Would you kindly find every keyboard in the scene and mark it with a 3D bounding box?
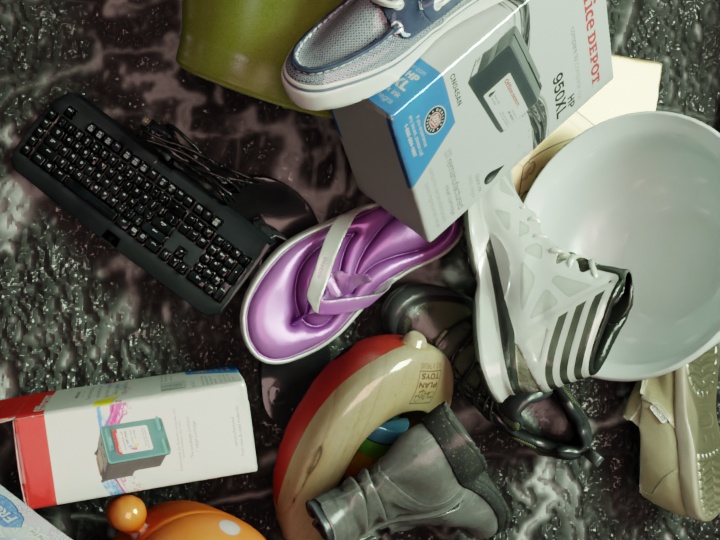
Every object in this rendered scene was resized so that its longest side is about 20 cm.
[{"bbox_3d":[-0.157,-0.063,0.885,0.200,0.040,0.104,36,85,3],"label":"keyboard"}]

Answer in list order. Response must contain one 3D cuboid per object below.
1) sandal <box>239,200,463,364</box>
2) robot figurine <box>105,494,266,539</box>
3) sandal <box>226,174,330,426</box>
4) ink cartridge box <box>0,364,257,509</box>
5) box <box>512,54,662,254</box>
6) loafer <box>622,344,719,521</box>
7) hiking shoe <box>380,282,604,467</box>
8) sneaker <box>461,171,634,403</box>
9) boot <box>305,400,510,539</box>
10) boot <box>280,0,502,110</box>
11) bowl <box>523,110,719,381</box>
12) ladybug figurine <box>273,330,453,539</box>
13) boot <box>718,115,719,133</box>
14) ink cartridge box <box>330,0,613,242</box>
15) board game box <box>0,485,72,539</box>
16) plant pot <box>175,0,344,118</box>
[{"bbox_3d":[-0.004,-0.006,0.897,0.203,0.050,0.083,-37,101,-16],"label":"sandal"},{"bbox_3d":[-0.117,0.223,0.839,0.116,0.200,0.144,-3,85,-19],"label":"robot figurine"},{"bbox_3d":[-0.056,0.022,0.924,0.076,0.043,0.200,-14,94,-9],"label":"sandal"},{"bbox_3d":[-0.181,0.120,0.869,0.200,0.116,0.067,-8,93,-9],"label":"ink cartridge box"},{"bbox_3d":[0.136,-0.101,0.964,0.200,0.021,0.164,8,91,-11],"label":"box"},{"bbox_3d":[0.247,0.100,0.966,0.076,0.068,0.200,13,73,-51],"label":"loafer"},{"bbox_3d":[0.106,0.077,0.925,0.200,0.101,0.076,36,86,-9],"label":"hiking shoe"},{"bbox_3d":[0.140,-0.005,0.880,0.115,0.076,0.201,-11,63,16],"label":"sneaker"},{"bbox_3d":[0.032,0.173,0.877,0.132,0.200,0.070,-34,55,-3],"label":"boot"},{"bbox_3d":[0.026,-0.187,0.751,0.200,0.090,0.073,-37,55,-11],"label":"boot"},{"bbox_3d":[0.221,-0.011,0.903,0.090,0.201,0.201,17,89,-48],"label":"bowl"},{"bbox_3d":[-0.004,0.123,0.898,0.136,0.072,0.200,5,121,-48],"label":"ladybug figurine"},{"bbox_3d":[0.348,-0.140,0.942,0.077,0.138,0.200,-3,94,-10],"label":"boot"},{"bbox_3d":[0.081,-0.142,0.851,0.200,0.145,0.084,-42,56,-14],"label":"ink cartridge box"},{"bbox_3d":[-0.239,0.252,0.809,0.199,0.043,0.200,28,118,24],"label":"board game box"},{"bbox_3d":[-0.044,-0.218,0.855,0.200,0.200,0.193,18,101,-10],"label":"plant pot"}]
